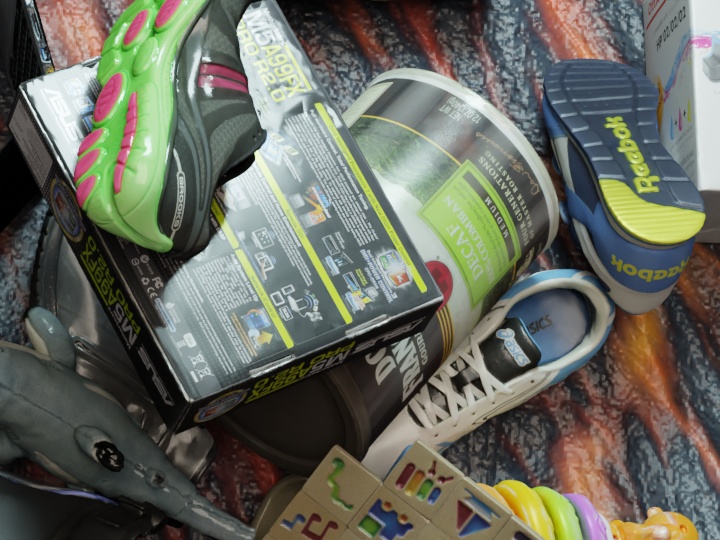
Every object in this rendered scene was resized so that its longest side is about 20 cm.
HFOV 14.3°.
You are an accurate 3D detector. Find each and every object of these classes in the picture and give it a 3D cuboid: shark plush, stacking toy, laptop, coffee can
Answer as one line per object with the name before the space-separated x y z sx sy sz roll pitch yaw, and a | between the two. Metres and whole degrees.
shark plush | -0.154 0.106 1.615 0.091 0.083 0.200 -45 95 -9
stacking toy | 0.108 0.165 1.683 0.199 0.110 0.116 -4 57 -22
laptop | -0.235 -0.085 1.643 0.116 0.187 0.200 -14 78 -12
coffee can | 0.000 0.000 1.655 0.146 0.146 0.200 41 60 4

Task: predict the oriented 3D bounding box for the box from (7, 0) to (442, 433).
box | -0.073 -0.032 1.529 0.160 0.044 0.200 -22 73 -26

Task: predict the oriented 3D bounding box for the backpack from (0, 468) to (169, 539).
backpack | -0.225 0.208 1.577 0.199 0.154 0.191 13 47 1

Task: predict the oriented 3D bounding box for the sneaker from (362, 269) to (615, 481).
sneaker | 0.065 0.060 1.710 0.200 0.072 0.072 -34 84 -13

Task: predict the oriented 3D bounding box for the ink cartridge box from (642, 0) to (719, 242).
ink cartridge box | 0.219 -0.127 1.757 0.068 0.115 0.201 2 75 -9

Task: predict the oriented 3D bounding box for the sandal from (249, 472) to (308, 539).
sandal | -0.052 0.209 1.659 0.080 0.054 0.200 19 81 0

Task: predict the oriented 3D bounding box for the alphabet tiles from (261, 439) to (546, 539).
alphabet tiles | 0.013 0.197 1.597 0.166 0.006 0.200 38 110 2

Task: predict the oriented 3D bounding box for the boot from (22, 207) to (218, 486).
boot | -0.132 0.028 1.700 0.131 0.070 0.201 12 85 -8

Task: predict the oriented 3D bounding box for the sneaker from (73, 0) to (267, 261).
sneaker | -0.090 -0.087 1.486 0.084 0.077 0.200 42 49 -32

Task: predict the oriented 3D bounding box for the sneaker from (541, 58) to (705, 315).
sneaker | 0.151 -0.055 1.732 0.074 0.082 0.200 -2 40 -8
